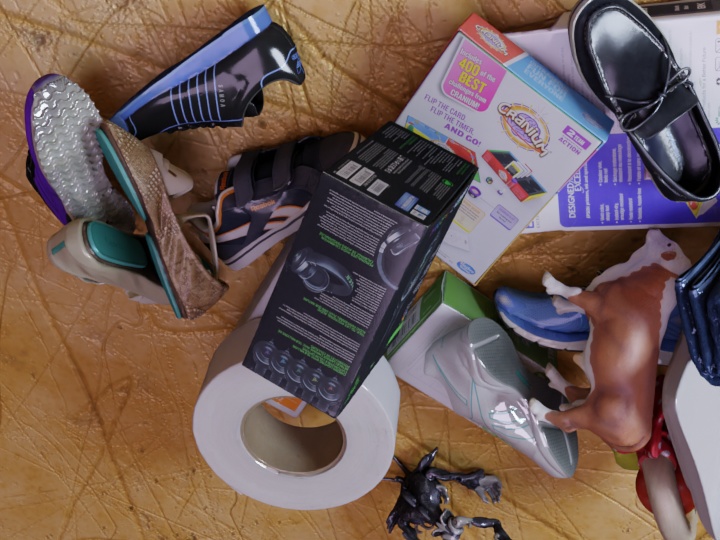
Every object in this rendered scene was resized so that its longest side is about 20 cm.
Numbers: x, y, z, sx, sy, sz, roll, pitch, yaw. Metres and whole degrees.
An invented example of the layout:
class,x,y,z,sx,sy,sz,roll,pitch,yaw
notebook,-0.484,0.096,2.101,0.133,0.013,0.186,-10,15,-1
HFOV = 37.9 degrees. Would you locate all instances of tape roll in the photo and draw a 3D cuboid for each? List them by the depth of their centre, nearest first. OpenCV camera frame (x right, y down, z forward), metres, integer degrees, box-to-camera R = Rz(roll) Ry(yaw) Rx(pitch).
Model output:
class,x,y,z,sx,sy,sz,roll,pitch,yaw
tape roll,-0.062,0.143,1.039,0.201,0.071,0.203,3,125,5

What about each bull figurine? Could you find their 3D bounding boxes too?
class,x,y,z,sx,sy,sz,roll,pitch,yaw
bull figurine,0.223,0.058,0.937,0.121,0.065,0.201,8,89,28

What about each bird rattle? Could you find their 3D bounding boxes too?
class,x,y,z,sx,sy,sz,roll,pitch,yaw
bird rattle,0.300,0.183,1.021,0.112,0.200,0.164,-15,79,12

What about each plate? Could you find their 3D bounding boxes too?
class,x,y,z,sx,sy,sz,roll,pitch,yaw
plate,0.324,0.112,0.967,0.032,0.200,0.200,2,133,35

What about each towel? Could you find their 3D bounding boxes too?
class,x,y,z,sx,sy,sz,roll,pitch,yaw
towel,0.333,0.000,0.897,0.048,0.200,0.112,9,132,40

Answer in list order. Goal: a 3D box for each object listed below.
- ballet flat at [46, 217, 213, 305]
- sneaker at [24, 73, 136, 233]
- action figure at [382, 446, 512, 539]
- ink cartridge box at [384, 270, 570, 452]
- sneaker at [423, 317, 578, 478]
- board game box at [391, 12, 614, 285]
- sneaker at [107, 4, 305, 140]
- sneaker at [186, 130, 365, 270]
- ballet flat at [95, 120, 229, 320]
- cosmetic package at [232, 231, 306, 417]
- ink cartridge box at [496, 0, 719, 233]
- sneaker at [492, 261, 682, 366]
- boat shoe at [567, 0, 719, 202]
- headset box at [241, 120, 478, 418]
class,x,y,z,sx,sy,sz,roll,pitch,yaw
ballet flat,-0.220,-0.002,1.011,0.069,0.070,0.200,-25,153,23
sneaker,-0.283,-0.104,0.980,0.099,0.070,0.201,32,148,31
action figure,0.105,0.278,1.160,0.102,0.200,0.119,21,104,-49
ink cartridge box,0.133,0.100,1.071,0.200,0.059,0.104,33,122,-13
sneaker,0.140,0.128,1.020,0.080,0.071,0.200,-25,114,39
board game box,0.099,-0.100,0.919,0.153,0.040,0.200,38,131,-1
sneaker,-0.142,-0.153,0.942,0.200,0.070,0.078,-28,110,24
sneaker,-0.084,-0.076,0.978,0.200,0.079,0.079,-36,117,29
ballet flat,-0.175,-0.052,0.959,0.065,0.070,0.201,-25,113,-14
cosmetic package,-0.058,0.045,1.059,0.101,0.071,0.200,28,123,-9
ink cartridge box,0.226,-0.129,0.913,0.199,0.043,0.199,-2,122,13
sneaker,0.228,0.031,1.011,0.199,0.079,0.090,7,104,8
boat shoe,0.233,-0.135,0.834,0.074,0.062,0.200,-34,110,3
headset box,0.000,0.000,0.872,0.093,0.174,0.201,29,116,7
